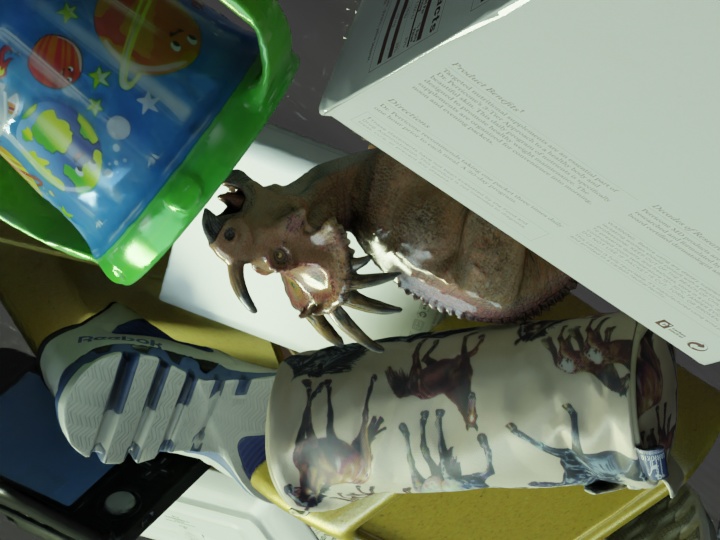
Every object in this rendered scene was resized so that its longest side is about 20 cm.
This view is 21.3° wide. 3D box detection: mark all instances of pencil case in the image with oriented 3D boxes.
[{"bbox_3d":[0.052,0.072,0.905,0.198,0.090,0.078,-7,-172,21],"label":"pencil case"}]

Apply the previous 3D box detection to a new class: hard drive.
[{"bbox_3d":[0.000,0.000,1.017,0.199,0.026,0.132,21,132,0],"label":"hard drive"}]

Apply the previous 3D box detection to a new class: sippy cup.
[{"bbox_3d":[-0.118,-0.085,0.883,0.130,0.178,0.140,37,-173,-10],"label":"sippy cup"}]

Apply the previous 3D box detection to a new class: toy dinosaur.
[{"bbox_3d":[0.035,-0.013,0.887,0.198,0.136,0.086,17,155,6],"label":"toy dinosaur"}]

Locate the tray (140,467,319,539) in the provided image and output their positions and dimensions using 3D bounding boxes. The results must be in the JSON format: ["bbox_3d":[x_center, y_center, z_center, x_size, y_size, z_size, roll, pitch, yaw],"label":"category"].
[{"bbox_3d":[-0.115,0.158,1.251,0.199,0.022,0.108,9,147,33],"label":"tray"}]

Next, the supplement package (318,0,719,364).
[{"bbox_3d":[0.131,-0.091,0.646,0.191,0.148,0.200,31,153,-21],"label":"supplement package"}]

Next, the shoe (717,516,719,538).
[{"bbox_3d":[0.258,0.143,1.109,0.090,0.072,0.200,10,157,16],"label":"shoe"}]

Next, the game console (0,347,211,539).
[{"bbox_3d":[-0.215,0.088,1.149,0.199,0.176,0.117,19,133,31],"label":"game console"}]

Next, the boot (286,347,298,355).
[{"bbox_3d":[0.037,0.079,1.145,0.199,0.074,0.155,23,159,2],"label":"boot"}]

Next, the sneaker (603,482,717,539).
[{"bbox_3d":[0.183,0.164,1.098,0.082,0.075,0.200,46,-167,-12],"label":"sneaker"}]

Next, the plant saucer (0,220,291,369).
[{"bbox_3d":[-0.126,0.025,1.186,0.198,0.049,0.200,14,154,16],"label":"plant saucer"}]

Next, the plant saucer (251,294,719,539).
[{"bbox_3d":[0.077,0.108,1.027,0.200,0.049,0.199,-39,133,23],"label":"plant saucer"}]

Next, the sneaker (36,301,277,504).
[{"bbox_3d":[-0.107,0.066,1.116,0.198,0.081,0.115,18,-168,-38],"label":"sneaker"}]

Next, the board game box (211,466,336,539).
[{"bbox_3d":[-0.060,0.157,1.347,0.198,0.047,0.151,13,157,-16],"label":"board game box"}]
